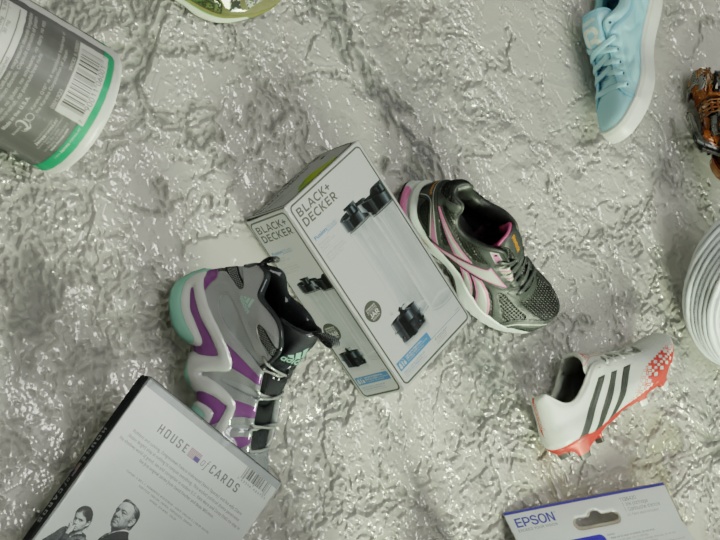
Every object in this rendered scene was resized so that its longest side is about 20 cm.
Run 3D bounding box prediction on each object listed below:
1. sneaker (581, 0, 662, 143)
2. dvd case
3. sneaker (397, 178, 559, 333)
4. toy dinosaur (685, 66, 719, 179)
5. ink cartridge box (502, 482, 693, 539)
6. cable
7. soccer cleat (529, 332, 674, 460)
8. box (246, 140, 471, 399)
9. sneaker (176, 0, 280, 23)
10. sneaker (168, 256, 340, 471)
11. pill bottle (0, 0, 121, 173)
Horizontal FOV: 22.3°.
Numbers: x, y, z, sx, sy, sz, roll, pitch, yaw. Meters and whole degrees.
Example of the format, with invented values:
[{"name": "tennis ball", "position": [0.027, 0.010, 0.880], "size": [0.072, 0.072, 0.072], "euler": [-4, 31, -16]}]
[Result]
[{"name": "sneaker", "position": [0.257, -0.227, 1.897], "size": [0.082, 0.074, 0.201], "euler": [24, 57, -23]}, {"name": "dvd case", "position": [-0.173, 0.206, 1.442], "size": [0.150, 0.025, 0.201], "euler": [41, 74, -23]}, {"name": "sneaker", "position": [0.124, -0.013, 1.724], "size": [0.200, 0.086, 0.081], "euler": [38, 61, -26]}, {"name": "toy dinosaur", "position": [0.417, -0.126, 1.984], "size": [0.135, 0.102, 0.202], "euler": [-4, 85, -30]}, {"name": "ink cartridge box", "position": [0.250, 0.308, 1.737], "size": [0.196, 0.047, 0.201], "euler": [-6, 51, -28]}, {"name": "cable", "position": [0.432, 0.020, 1.914], "size": [0.199, 0.069, 0.201], "euler": [12, 113, -29]}, {"name": "soccer cleat", "position": [0.240, 0.105, 1.804], "size": [0.200, 0.068, 0.086], "euler": [-38, 108, -33]}, {"name": "box", "position": [0.000, 0.000, 1.640], "size": [0.117, 0.060, 0.201], "euler": [-42, 106, -37]}, {"name": "sneaker", "position": [-0.134, -0.268, 1.576], "size": [0.199, 0.088, 0.078], "euler": [7, 75, -37]}, {"name": "sneaker", "position": [-0.074, 0.087, 1.502], "size": [0.078, 0.139, 0.201], "euler": [-15, 90, -63]}, {"name": "pill bottle", "position": [-0.294, -0.167, 1.411], "size": [0.199, 0.113, 0.114], "euler": [30, 63, -29]}]
